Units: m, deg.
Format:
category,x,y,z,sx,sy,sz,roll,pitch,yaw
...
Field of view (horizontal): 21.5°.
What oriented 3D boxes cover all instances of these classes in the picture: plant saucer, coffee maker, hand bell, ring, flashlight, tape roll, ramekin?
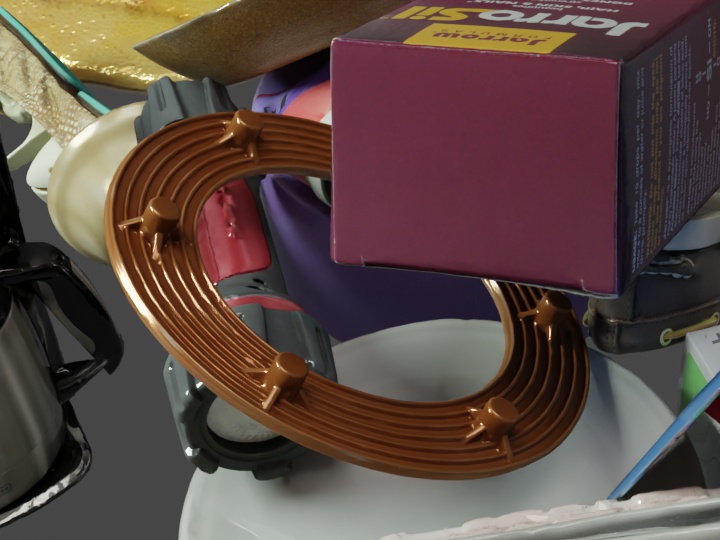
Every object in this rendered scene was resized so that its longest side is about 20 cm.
category,x,y,z,sx,sy,sz,roll,pitch,yaw
plant saucer,-0.007,-0.128,0.872,0.199,0.036,0.200,-24,9,4
coffee maker,-0.213,-0.006,0.833,0.192,0.201,0.135,30,54,33
hand bell,-0.074,0.025,0.855,0.104,0.104,0.200,-15,46,-7
ring,0.000,0.000,0.722,0.200,0.019,0.201,20,35,-14
flashlight,-0.057,-0.007,0.770,0.068,0.068,0.200,7,38,-22
tape roll,0.050,-0.052,0.927,0.199,0.085,0.201,-4,43,3
ramekin,0.034,0.122,0.738,0.201,0.095,0.203,-4,43,4

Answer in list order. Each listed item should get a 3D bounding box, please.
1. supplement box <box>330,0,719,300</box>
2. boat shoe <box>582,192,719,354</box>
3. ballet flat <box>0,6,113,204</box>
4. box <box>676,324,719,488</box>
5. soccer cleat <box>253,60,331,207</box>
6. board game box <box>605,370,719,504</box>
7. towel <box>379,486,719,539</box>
category,x,y,z,sx,sy,sz,roll,pitch,yaw
supplement box,0.078,-0.065,0.732,0.110,0.086,0.200,8,21,23
boat shoe,0.148,-0.002,0.833,0.072,0.060,0.200,11,9,26
ballet flat,-0.158,-0.070,1.005,0.065,0.071,0.200,-49,49,-2
box,0.239,0.101,0.730,0.176,0.097,0.200,-13,44,-8
soccer cleat,0.042,-0.101,0.872,0.200,0.068,0.073,-34,47,-21
board game box,0.161,0.024,0.658,0.039,0.158,0.200,42,61,9
towel,0.113,0.163,0.611,0.199,0.192,0.032,-11,10,10
